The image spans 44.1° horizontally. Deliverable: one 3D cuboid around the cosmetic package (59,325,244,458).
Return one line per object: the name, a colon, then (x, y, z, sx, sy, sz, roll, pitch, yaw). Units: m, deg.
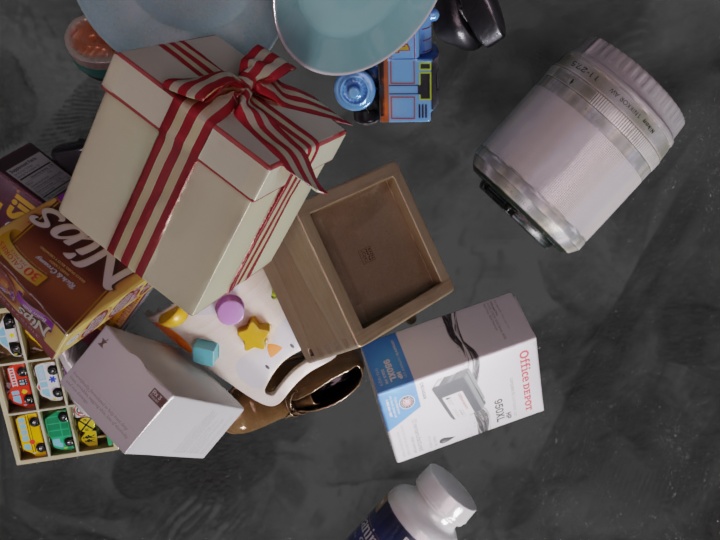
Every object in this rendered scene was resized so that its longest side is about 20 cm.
cosmetic package: (-0.220, 0.138, 0.969, 0.113, 0.200, 0.081, 41, 91, 20)

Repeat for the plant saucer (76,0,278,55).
plant saucer: (-0.164, -0.267, 0.818, 0.198, 0.039, 0.202, 2, 139, 2)

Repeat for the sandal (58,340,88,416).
sandal: (-0.307, 0.129, 1.005, 0.049, 0.083, 0.204, -18, 118, 10)

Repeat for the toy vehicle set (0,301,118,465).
toy vehicle set: (-0.363, 0.128, 1.049, 0.122, 0.027, 0.203, -8, 110, -7)

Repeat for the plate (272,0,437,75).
plate: (0.000, -0.277, 0.823, 0.198, 0.026, 0.202, -25, 142, -21)

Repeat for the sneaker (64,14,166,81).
sneaker: (-0.200, -0.222, 0.926, 0.197, 0.080, 0.072, 6, 79, -3)

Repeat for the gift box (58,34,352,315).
gift box: (-0.120, -0.094, 0.793, 0.199, 0.185, 0.188, 33, 118, 3)

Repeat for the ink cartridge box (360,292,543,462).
ink cartridge box: (0.114, 0.131, 1.077, 0.198, 0.085, 0.146, -19, 133, -3)

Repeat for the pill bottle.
pill bottle: (0.054, 0.351, 1.151, 0.111, 0.111, 0.200, 38, 99, -19)

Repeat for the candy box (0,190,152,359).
candy box: (-0.254, -0.020, 0.855, 0.117, 0.200, 0.056, 46, 136, 0)

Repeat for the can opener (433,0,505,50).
can opener: (0.088, -0.328, 0.953, 0.078, 0.063, 0.202, -23, 103, 28)

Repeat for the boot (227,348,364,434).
boot: (-0.086, 0.149, 1.078, 0.198, 0.076, 0.074, -28, 114, 3)

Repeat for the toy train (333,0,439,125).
toy train: (0.028, -0.252, 0.939, 0.113, 0.087, 0.202, 0, 117, 5)

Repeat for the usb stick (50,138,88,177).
usb stick: (-0.294, -0.048, 0.996, 0.055, 0.033, 0.203, -11, 111, 1)

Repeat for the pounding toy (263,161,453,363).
pounding toy: (0.000, 0.000, 0.991, 0.199, 0.142, 0.186, -27, 93, -39)

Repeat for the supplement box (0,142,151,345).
supplement box: (-0.314, -0.023, 0.945, 0.199, 0.086, 0.111, 38, 113, -8)

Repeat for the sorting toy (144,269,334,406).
sorting toy: (-0.119, 0.062, 1.021, 0.200, 0.107, 0.180, -41, 108, 6)

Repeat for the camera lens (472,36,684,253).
camera lens: (0.236, -0.133, 0.987, 0.160, 0.160, 0.200, 39, 99, -19)
